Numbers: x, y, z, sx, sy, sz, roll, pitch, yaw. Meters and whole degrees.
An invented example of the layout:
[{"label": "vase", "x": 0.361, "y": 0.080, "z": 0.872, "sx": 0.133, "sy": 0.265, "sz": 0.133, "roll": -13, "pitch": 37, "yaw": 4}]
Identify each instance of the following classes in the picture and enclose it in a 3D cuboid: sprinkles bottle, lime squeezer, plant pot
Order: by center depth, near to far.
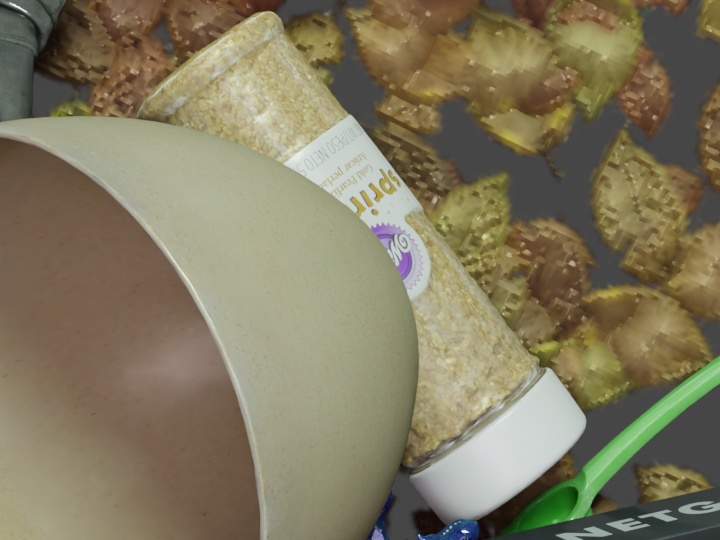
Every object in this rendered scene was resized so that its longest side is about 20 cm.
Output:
[{"label": "plant pot", "x": -0.058, "y": 0.035, "z": 0.768, "sx": 0.200, "sy": 0.134, "sz": 0.201, "roll": 17, "pitch": 117, "yaw": 38}, {"label": "sprinkles bottle", "x": 0.000, "y": 0.000, "z": 0.854, "sx": 0.068, "sy": 0.068, "sz": 0.200, "roll": -38, "pitch": 92, "yaw": 10}, {"label": "lime squeezer", "x": 0.082, "y": 0.118, "z": 0.876, "sx": 0.070, "sy": 0.038, "sz": 0.200, "roll": 19, "pitch": 99, "yaw": 4}]

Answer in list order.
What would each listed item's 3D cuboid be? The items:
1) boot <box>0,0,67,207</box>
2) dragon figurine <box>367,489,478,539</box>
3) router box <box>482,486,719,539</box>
[{"label": "boot", "x": -0.203, "y": -0.079, "z": 0.849, "sx": 0.199, "sy": 0.132, "sz": 0.070, "roll": 3, "pitch": 142, "yaw": 11}, {"label": "dragon figurine", "x": -0.033, "y": 0.147, "z": 0.861, "sx": 0.059, "sy": 0.099, "sz": 0.200, "roll": 43, "pitch": 103, "yaw": 0}, {"label": "router box", "x": 0.138, "y": 0.161, "z": 0.826, "sx": 0.200, "sy": 0.052, "sz": 0.158, "roll": -11, "pitch": 98, "yaw": -20}]
